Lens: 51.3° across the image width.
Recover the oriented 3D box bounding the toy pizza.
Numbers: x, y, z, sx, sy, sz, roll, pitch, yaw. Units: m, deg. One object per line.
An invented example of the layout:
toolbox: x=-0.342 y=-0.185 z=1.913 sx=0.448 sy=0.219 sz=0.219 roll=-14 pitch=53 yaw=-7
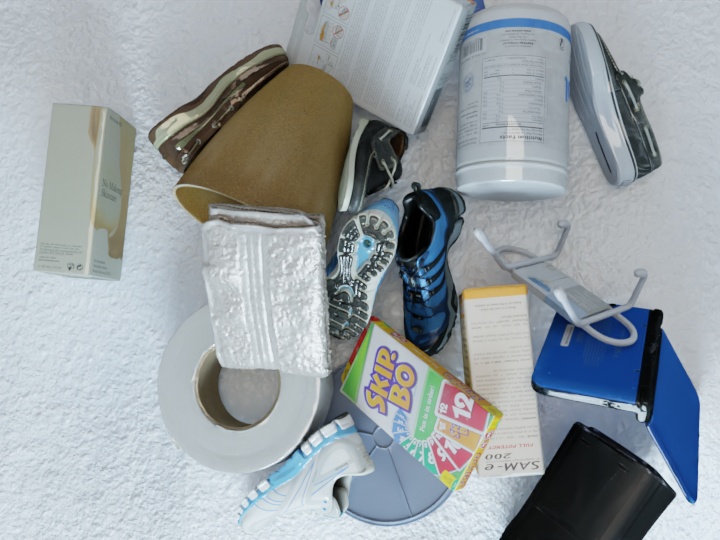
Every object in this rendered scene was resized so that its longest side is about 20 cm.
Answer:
toy pizza: x=0.031 y=0.197 z=0.888 sx=0.198 sy=0.032 sz=0.203 roll=-3 pitch=79 yaw=15

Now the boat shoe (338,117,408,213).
boat shoe: x=0.016 y=-0.121 z=0.852 sx=0.067 sy=0.200 sz=0.072 roll=16 pitch=120 yaw=2

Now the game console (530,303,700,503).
game console: x=0.286 y=0.132 z=0.819 sx=0.169 sy=0.200 sz=0.120 roll=7 pitch=116 yaw=22

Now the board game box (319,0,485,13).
board game box: x=0.047 y=-0.352 z=0.940 sx=0.198 sy=0.034 sz=0.137 roll=-13 pitch=84 yaw=3

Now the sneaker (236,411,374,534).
sneaker: x=-0.062 y=0.255 z=0.853 sx=0.200 sy=0.075 sz=0.087 roll=-46 pitch=72 yaw=22

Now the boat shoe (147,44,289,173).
boat shoe: x=-0.163 y=-0.195 z=0.932 sx=0.201 sy=0.075 sz=0.075 roll=-35 pitch=94 yaw=9

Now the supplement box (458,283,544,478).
supplement box: x=0.155 y=0.121 z=0.848 sx=0.073 sy=0.126 sz=0.202 roll=-5 pitch=84 yaw=5

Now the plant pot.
plant pot: x=-0.091 y=-0.132 z=0.875 sx=0.185 sy=0.187 sz=0.202 roll=23 pitch=75 yaw=6

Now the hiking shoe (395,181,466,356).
hiking shoe: x=0.066 y=0.001 z=0.870 sx=0.074 sy=0.086 sz=0.203 roll=6 pitch=95 yaw=40

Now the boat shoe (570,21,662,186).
boat shoe: x=0.303 y=-0.204 z=0.900 sx=0.070 sy=0.072 sz=0.202 roll=-19 pitch=94 yaw=-6

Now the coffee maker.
coffee maker: x=0.234 y=0.278 z=0.797 sx=0.134 sy=0.192 sz=0.201 roll=33 pitch=87 yaw=20

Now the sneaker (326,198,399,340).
sneaker: x=0.000 y=0.000 z=0.871 sx=0.078 sy=0.090 sz=0.201 roll=32 pitch=128 yaw=0

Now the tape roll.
tape roll: x=-0.135 y=0.134 z=0.885 sx=0.200 sy=0.071 sz=0.205 roll=-2 pitch=81 yaw=10

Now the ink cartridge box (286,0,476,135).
ink cartridge box: x=0.017 y=-0.278 z=0.888 sx=0.199 sy=0.050 sz=0.163 roll=34 pitch=124 yaw=18

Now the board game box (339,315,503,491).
board game box: x=0.055 y=0.139 z=0.824 sx=0.200 sy=0.030 sz=0.096 roll=37 pitch=109 yaw=36

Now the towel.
towel: x=-0.096 y=0.026 z=0.788 sx=0.131 sy=0.035 sz=0.202 roll=5 pitch=120 yaw=13

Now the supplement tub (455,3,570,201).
supplement tub: x=0.177 y=-0.190 z=0.870 sx=0.130 sy=0.132 sz=0.203 roll=2 pitch=86 yaw=4

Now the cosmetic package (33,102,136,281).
cosmetic package: x=-0.333 y=-0.091 z=0.915 sx=0.070 sy=0.105 sz=0.203 roll=5 pitch=87 yaw=3

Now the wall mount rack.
wall mount rack: x=0.212 y=0.003 z=0.818 sx=0.200 sy=0.173 sz=0.075 roll=41 pitch=129 yaw=38
